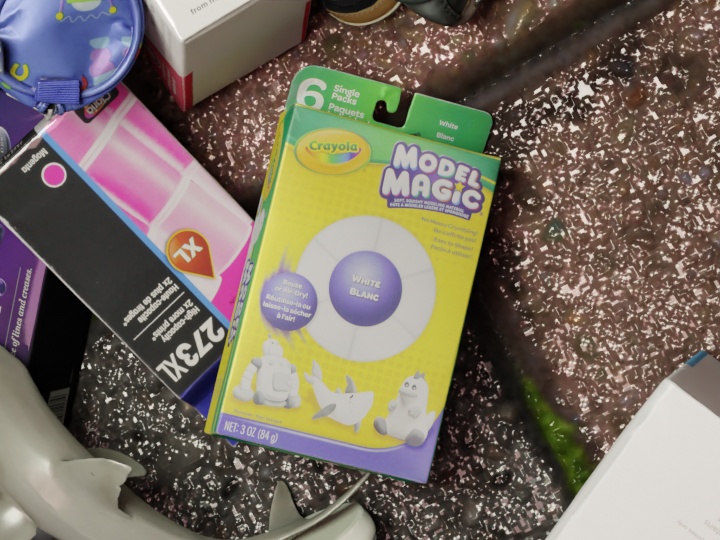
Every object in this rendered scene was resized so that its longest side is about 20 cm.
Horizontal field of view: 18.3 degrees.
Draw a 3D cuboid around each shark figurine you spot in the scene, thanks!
[{"bbox_3d":[-0.111,0.116,1.143,0.214,0.128,0.090,23,144,-10],"label":"shark figurine"}]

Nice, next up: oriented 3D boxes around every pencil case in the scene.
[{"bbox_3d":[-0.168,-0.130,1.149,0.078,0.200,0.087,9,99,-20],"label":"pencil case"}]

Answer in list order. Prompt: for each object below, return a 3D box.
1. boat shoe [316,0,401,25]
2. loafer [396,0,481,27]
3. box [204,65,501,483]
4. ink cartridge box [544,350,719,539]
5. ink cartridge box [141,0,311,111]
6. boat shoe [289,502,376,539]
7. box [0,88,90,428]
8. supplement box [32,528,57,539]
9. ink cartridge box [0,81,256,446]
[{"bbox_3d":[-0.031,-0.225,1.176,0.074,0.062,0.200,-22,85,17],"label":"boat shoe"},{"bbox_3d":[0.067,-0.222,1.154,0.072,0.063,0.200,21,83,38],"label":"loafer"},{"bbox_3d":[0.000,0.000,1.151,0.117,0.048,0.201,14,83,-11],"label":"box"},{"bbox_3d":[0.159,0.166,1.097,0.146,0.147,0.200,37,102,10],"label":"ink cartridge box"},{"bbox_3d":[-0.110,-0.200,1.147,0.084,0.145,0.200,-32,84,-9],"label":"ink cartridge box"},{"bbox_3d":[-0.060,0.205,1.209,0.201,0.070,0.072,-39,104,11],"label":"boat shoe"},{"bbox_3d":[-0.222,-0.006,1.234,0.141,0.079,0.201,13,96,17],"label":"box"},{"bbox_3d":[-0.188,0.241,1.218,0.061,0.109,0.201,16,98,14],"label":"supplement box"},{"bbox_3d":[-0.100,-0.005,1.175,0.095,0.037,0.200,-44,105,-1],"label":"ink cartridge box"}]
